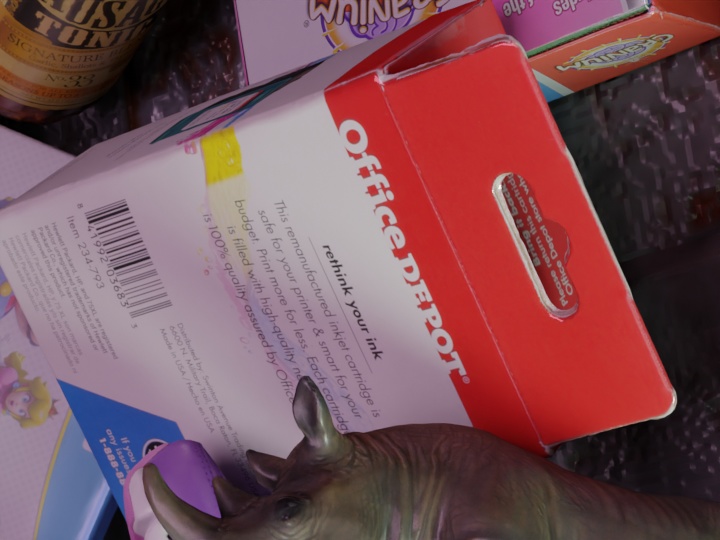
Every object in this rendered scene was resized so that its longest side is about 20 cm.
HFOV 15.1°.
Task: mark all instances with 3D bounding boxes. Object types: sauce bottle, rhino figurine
[{"bbox_3d":[-0.077,-0.115,0.835,0.200,0.066,0.066,-50,53,57],"label":"sauce bottle"},{"bbox_3d":[0.036,0.083,0.702,0.060,0.199,0.088,128,157,-55],"label":"rhino figurine"}]

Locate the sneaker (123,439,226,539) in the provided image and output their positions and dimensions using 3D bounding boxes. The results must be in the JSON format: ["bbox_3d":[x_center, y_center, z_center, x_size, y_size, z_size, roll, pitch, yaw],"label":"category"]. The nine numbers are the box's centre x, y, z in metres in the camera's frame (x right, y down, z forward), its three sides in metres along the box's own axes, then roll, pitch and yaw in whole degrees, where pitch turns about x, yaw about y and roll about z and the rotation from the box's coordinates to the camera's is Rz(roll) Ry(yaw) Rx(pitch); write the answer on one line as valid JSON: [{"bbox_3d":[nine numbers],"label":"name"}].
[{"bbox_3d":[0.016,0.117,0.757,0.088,0.081,0.200,-41,76,-11],"label":"sneaker"}]

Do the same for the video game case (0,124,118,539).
[{"bbox_3d":[-0.159,0.013,0.881,0.199,0.018,0.144,22,82,8],"label":"video game case"}]

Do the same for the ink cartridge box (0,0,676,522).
[{"bbox_3d":[0.000,0.000,0.778,0.199,0.067,0.117,-17,104,37],"label":"ink cartridge box"}]

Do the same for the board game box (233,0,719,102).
[{"bbox_3d":[0.020,-0.144,0.818,0.152,0.040,0.201,-19,74,38],"label":"board game box"}]
